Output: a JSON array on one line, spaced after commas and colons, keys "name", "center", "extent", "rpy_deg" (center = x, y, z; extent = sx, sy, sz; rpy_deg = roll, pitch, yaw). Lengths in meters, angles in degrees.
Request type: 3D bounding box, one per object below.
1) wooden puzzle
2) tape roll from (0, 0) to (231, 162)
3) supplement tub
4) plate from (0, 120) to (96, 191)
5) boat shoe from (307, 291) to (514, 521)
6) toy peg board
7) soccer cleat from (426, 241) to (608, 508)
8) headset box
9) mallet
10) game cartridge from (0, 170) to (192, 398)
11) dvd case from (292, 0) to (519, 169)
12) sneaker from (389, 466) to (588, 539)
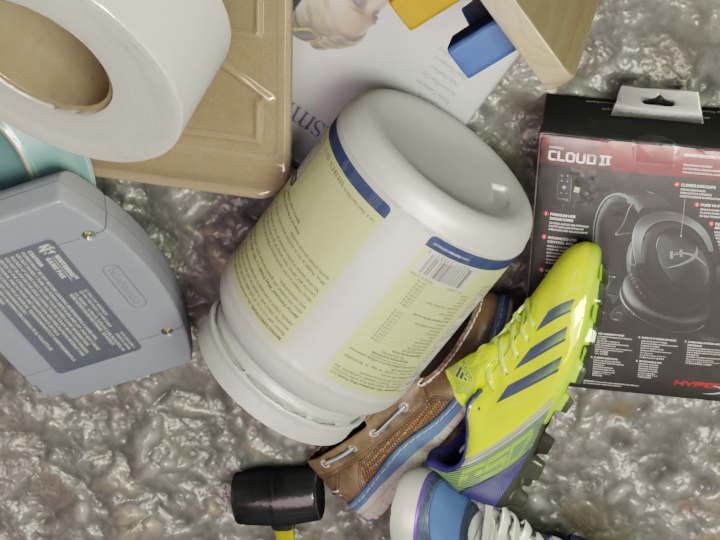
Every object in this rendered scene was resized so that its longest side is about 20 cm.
[{"name": "wooden puzzle", "center": [-0.129, -0.157, 1.553], "extent": [0.185, 0.046, 0.201], "rpy_deg": [8, 111, 14]}, {"name": "tape roll", "center": [-0.181, -0.153, 1.446], "extent": [0.202, 0.071, 0.203], "rpy_deg": [21, 153, 11]}, {"name": "supplement tub", "center": [0.000, 0.000, 1.541], "extent": [0.145, 0.145, 0.200], "rpy_deg": [35, 115, -9]}, {"name": "plate", "center": [-0.269, -0.069, 1.597], "extent": [0.200, 0.026, 0.201], "rpy_deg": [14, 130, 18]}, {"name": "boat shoe", "center": [0.031, 0.085, 1.638], "extent": [0.072, 0.072, 0.200], "rpy_deg": [32, 115, -6]}, {"name": "toy peg board", "center": [0.046, -0.210, 1.433], "extent": [0.098, 0.200, 0.199], "rpy_deg": [-29, 109, 27]}, {"name": "soccer cleat", "center": [0.099, 0.065, 1.543], "extent": [0.084, 0.065, 0.200], "rpy_deg": [23, 118, 4]}, {"name": "headset box", "center": [0.185, -0.023, 1.565], "extent": [0.148, 0.077, 0.201], "rpy_deg": [5, 114, 5]}, {"name": "mallet", "center": [-0.058, 0.228, 1.738], "extent": [0.066, 0.041, 0.200], "rpy_deg": [3, 119, 6]}, {"name": "game cartridge", "center": [-0.197, 0.011, 1.609], "extent": [0.133, 0.042, 0.200], "rpy_deg": [-20, 140, 12]}, {"name": "dvd case", "center": [0.014, -0.140, 1.565], "extent": [0.143, 0.018, 0.200], "rpy_deg": [33, 115, -9]}, {"name": "sneaker", "center": [0.118, 0.195, 1.628], "extent": [0.146, 0.081, 0.200], "rpy_deg": [2, 150, 27]}]
